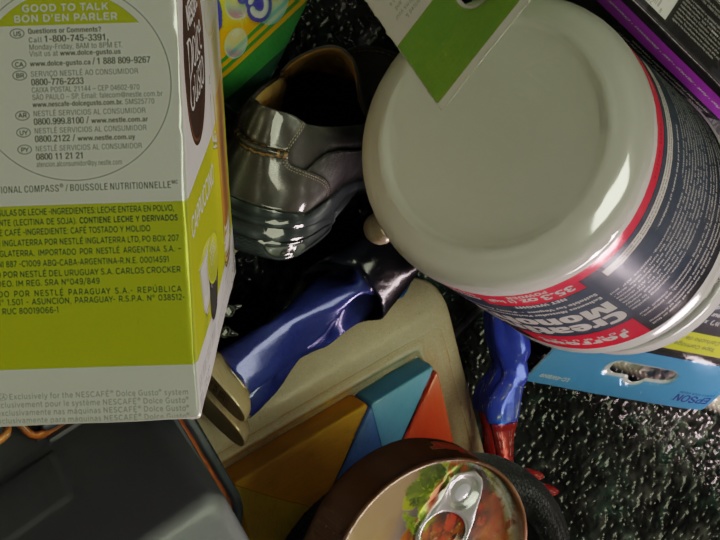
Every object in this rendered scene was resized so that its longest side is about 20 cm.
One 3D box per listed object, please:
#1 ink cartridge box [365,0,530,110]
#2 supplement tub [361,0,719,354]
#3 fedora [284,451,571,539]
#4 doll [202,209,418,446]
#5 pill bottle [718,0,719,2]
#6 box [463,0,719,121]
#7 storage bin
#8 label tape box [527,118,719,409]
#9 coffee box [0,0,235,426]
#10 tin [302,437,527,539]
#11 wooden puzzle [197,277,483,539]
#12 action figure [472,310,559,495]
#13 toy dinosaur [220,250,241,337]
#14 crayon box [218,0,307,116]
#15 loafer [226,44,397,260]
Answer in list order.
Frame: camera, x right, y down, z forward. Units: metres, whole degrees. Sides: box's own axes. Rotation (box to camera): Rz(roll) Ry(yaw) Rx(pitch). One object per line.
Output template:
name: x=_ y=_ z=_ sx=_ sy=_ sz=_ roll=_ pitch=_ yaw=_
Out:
ink cartridge box: x=0.053 y=-0.182 z=1.322 sx=0.076 sy=0.200 sz=0.148 roll=10 pitch=128 yaw=-45
supplement tub: x=0.097 y=-0.039 z=1.415 sx=0.141 sy=0.140 sz=0.200 roll=-64 pitch=153 yaw=-2
fedora: x=0.012 y=0.172 z=1.532 sx=0.200 sy=0.092 sz=0.201 roll=-14 pitch=118 yaw=-27
doll: x=0.000 y=0.000 z=1.496 sx=0.200 sy=0.048 sz=0.137 roll=-42 pitch=167 yaw=-18
pill bottle: x=0.200 y=-0.164 z=1.524 sx=0.110 sy=0.200 sz=0.111 roll=0 pitch=91 yaw=8
box: x=0.105 y=-0.137 z=1.478 sx=0.143 sy=0.200 sz=0.036 roll=39 pitch=79 yaw=-36
storage bin: x=-0.139 y=0.145 z=1.417 sx=0.200 sy=0.134 sz=0.146 roll=-34 pitch=118 yaw=-11
label tape box: x=0.187 y=-0.016 z=1.637 sx=0.143 sy=0.066 sz=0.200 roll=11 pitch=131 yaw=-35
coffee box: x=-0.161 y=-0.059 z=1.254 sx=0.199 sy=0.200 sz=0.198 roll=-2 pitch=108 yaw=2
tin: x=0.006 y=0.175 z=1.445 sx=0.112 sy=0.042 sz=0.200 roll=19 pitch=100 yaw=-42
wooden puzzle: x=-0.007 y=0.129 z=1.579 sx=0.185 sy=0.037 sz=0.200 roll=-29 pitch=118 yaw=-23
action figure: x=0.078 y=0.018 z=1.579 sx=0.052 sy=0.065 sz=0.201 roll=-8 pitch=100 yaw=-2
toy dinosaur: x=-0.114 y=0.021 z=1.445 sx=0.200 sy=0.088 sz=0.048 roll=-29 pitch=108 yaw=-25
crayon box: x=-0.062 y=-0.189 z=1.420 sx=0.126 sy=0.052 sz=0.200 roll=31 pitch=81 yaw=-48
loafer: x=-0.013 y=-0.074 z=1.442 sx=0.200 sy=0.073 sz=0.072 roll=-54 pitch=162 yaw=-60
